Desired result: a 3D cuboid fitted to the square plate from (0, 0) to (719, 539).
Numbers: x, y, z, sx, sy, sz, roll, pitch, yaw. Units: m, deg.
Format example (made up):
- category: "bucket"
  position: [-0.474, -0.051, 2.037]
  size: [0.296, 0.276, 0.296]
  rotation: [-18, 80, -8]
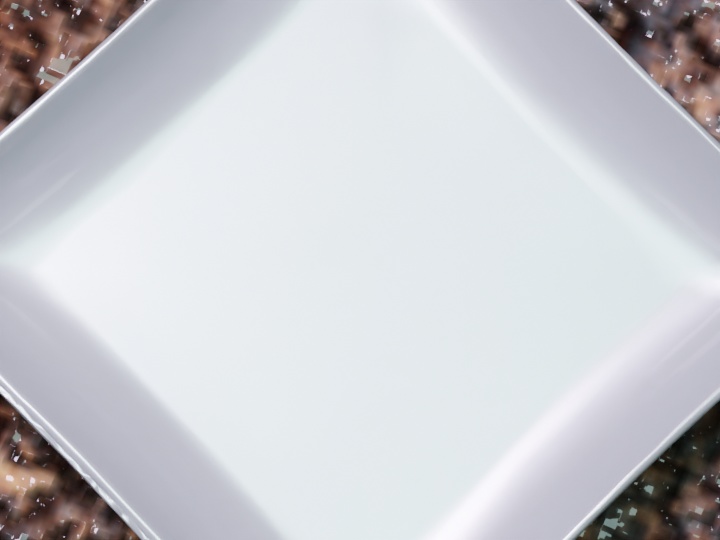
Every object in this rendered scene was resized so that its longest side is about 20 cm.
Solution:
- category: "square plate"
  position: [0.000, 0.000, 0.850]
  size: [0.200, 0.028, 0.198]
  rotation: [-43, 84, -9]
